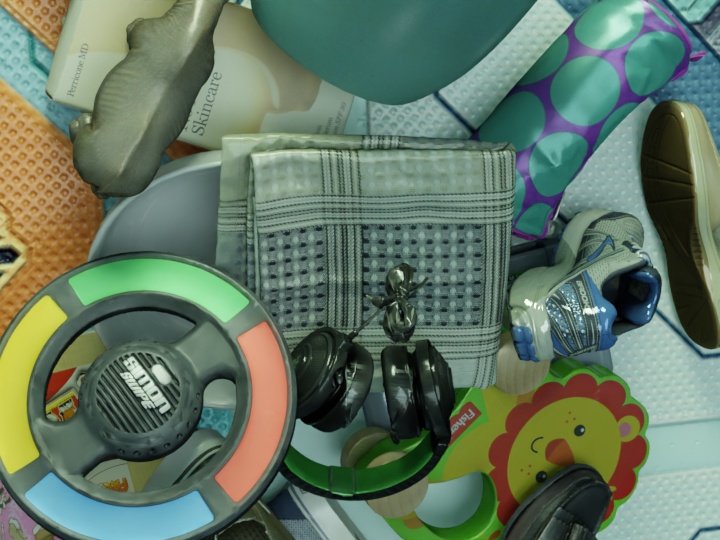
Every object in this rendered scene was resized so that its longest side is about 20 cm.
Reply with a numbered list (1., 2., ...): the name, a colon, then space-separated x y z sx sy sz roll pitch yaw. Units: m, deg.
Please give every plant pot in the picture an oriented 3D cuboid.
1. plant pot: 0.021 -0.205 1.052 0.200 0.201 0.161 26 116 -18

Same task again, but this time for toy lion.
1. toy lion: 0.114 0.140 1.228 0.200 0.069 0.192 -44 116 -3

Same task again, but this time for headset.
1. headset: 0.007 0.083 1.075 0.123 0.094 0.200 8 126 -10

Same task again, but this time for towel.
1. towel: 0.000 0.000 1.094 0.200 0.035 0.193 1 122 -3

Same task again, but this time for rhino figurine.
1. rhino figurine: -0.124 -0.132 1.050 0.060 0.087 0.200 28 94 -20

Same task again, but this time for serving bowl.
1. serving bowl: -0.089 -0.002 1.147 0.200 0.066 0.200 -2 123 -3

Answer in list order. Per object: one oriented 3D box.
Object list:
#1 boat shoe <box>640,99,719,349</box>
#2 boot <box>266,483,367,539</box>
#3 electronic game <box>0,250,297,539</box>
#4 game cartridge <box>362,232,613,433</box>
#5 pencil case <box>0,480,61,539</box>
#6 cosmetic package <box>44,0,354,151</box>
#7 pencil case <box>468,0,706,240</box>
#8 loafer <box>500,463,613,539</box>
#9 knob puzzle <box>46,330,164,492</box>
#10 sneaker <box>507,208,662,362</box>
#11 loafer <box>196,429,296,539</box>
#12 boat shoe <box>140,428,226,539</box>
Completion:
1. boat shoe: 0.268 -0.041 1.264 0.065 0.072 0.200 -22 108 -19
2. boot: -0.017 0.253 1.246 0.090 0.073 0.200 -36 100 1
3. electronic game: -0.139 0.082 1.047 0.200 0.042 0.200 0 68 0
4. game cartridge: 0.092 0.057 1.251 0.200 0.040 0.134 -16 108 -12
5. pencil case: -0.242 0.113 1.099 0.083 0.087 0.200 -30 76 -37
6. cosmetic package: -0.107 -0.138 1.139 0.200 0.071 0.105 14 97 -18
7. pencil case: 0.154 -0.114 1.208 0.092 0.085 0.200 41 88 -2
8. loafer: 0.123 0.234 1.202 0.072 0.063 0.200 40 88 -31
9. knob puzzle: -0.222 0.154 1.150 0.219 0.030 0.220 2 71 -6
10. sneaker: 0.177 0.013 1.171 0.085 0.200 0.077 0 114 27
11. loafer: -0.102 0.178 1.174 0.200 0.067 0.076 40 89 7
12. boat shoe: -0.122 0.204 1.108 0.071 0.064 0.200 2 114 -56
